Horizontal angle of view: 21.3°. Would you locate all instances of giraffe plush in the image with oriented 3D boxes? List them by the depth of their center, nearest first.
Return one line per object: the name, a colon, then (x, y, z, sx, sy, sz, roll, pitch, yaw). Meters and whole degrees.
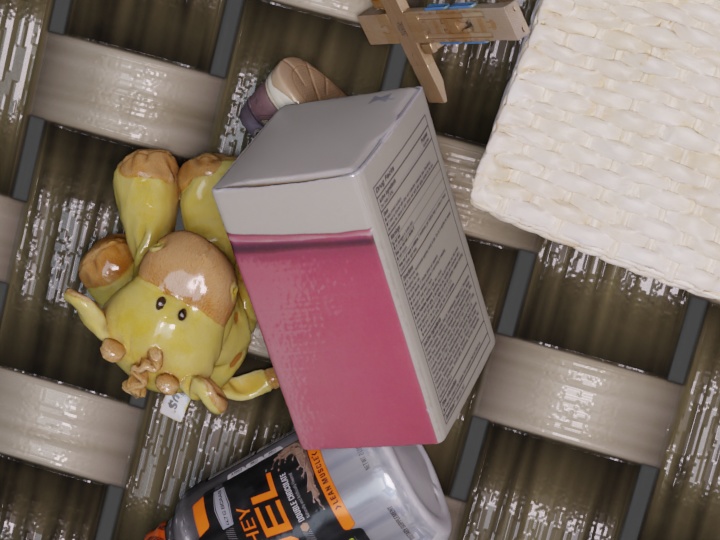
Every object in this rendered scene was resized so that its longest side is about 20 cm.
giraffe plush: (-0.128, 0.022, 1.320, 0.171, 0.162, 0.202, 6, 98, 7)

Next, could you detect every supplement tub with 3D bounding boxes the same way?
supplement tub: (-0.046, 0.181, 1.349, 0.199, 0.123, 0.123, -31, 92, 11)

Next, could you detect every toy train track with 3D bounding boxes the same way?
toy train track: (0.059, -0.169, 1.268, 0.032, 0.200, 0.115, -33, 109, -20)

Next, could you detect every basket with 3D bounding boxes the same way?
basket: (0.189, -0.106, 1.260, 0.198, 0.161, 0.200, 22, 101, 7)

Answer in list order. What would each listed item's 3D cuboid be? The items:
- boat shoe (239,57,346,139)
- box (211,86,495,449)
boat shoe: (-0.004, -0.059, 1.344, 0.200, 0.072, 0.065, 46, 126, -12)
box: (0.000, 0.000, 1.255, 0.108, 0.128, 0.202, -5, 117, 26)
